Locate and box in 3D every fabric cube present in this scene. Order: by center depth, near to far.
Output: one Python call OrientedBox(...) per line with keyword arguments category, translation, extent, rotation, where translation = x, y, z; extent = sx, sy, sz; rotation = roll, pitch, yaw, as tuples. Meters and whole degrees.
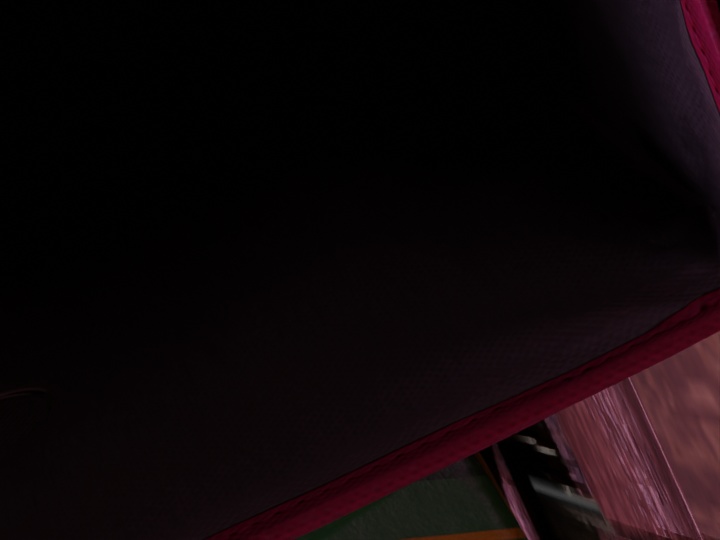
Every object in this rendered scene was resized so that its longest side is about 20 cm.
OrientedBox(category="fabric cube", translation=(-0.084, -0.070, 0.429), extent=(0.199, 0.195, 0.201), rotation=(-123, 9, -68))

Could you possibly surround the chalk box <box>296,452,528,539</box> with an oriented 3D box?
OrientedBox(category="chalk box", translation=(-0.030, 0.143, 0.744), extent=(0.124, 0.199, 0.124), rotation=(58, 174, 1))
